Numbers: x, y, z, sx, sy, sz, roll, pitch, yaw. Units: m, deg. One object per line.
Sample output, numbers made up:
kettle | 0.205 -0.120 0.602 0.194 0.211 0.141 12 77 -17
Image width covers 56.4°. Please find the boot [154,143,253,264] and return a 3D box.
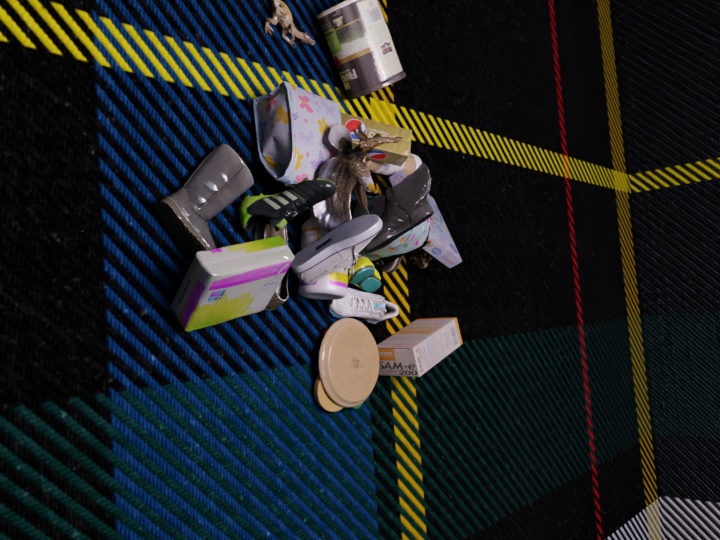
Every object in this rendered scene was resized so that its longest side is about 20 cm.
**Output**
boot | -0.268 -0.114 1.250 0.200 0.072 0.183 -53 125 -46

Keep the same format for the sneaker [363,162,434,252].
sneaker | 0.072 -0.127 1.384 0.105 0.199 0.060 60 7 9

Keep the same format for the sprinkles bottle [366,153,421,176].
sprinkles bottle | 0.068 -0.266 1.642 0.199 0.068 0.069 4 81 -48

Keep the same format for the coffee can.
coffee can | 0.003 -0.516 1.547 0.146 0.145 0.202 -39 113 -44

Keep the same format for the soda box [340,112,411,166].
soda box | 0.013 -0.297 1.516 0.198 0.064 0.068 11 73 -14

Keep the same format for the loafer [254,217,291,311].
loafer | -0.165 -0.021 1.341 0.075 0.069 0.202 5 81 -48

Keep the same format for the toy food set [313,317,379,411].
toy food set | -0.027 0.206 1.482 0.197 0.048 0.202 1 83 -49

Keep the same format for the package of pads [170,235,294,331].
package of pads | -0.228 0.024 1.205 0.199 0.155 0.068 -15 57 -48

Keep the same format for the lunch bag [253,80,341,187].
lunch bag | -0.125 -0.259 1.383 0.169 0.126 0.202 5 71 -50

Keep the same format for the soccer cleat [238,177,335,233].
soccer cleat | -0.140 -0.122 1.300 0.068 0.198 0.082 59 20 -61

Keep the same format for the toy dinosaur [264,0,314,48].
toy dinosaur | -0.172 -0.551 1.437 0.201 0.058 0.102 56 32 -37

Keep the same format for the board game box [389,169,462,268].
board game box | 0.161 -0.123 1.647 0.200 0.041 0.201 30 35 -55

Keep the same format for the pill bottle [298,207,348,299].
pill bottle | -0.075 -0.044 1.421 0.104 0.104 0.202 14 75 -47

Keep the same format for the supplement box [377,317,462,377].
supplement box | 0.140 0.182 1.617 0.199 0.125 0.074 -26 105 -47

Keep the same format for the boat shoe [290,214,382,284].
boat shoe | -0.035 -0.030 1.327 0.086 0.201 0.075 56 4 -33

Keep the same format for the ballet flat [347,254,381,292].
ballet flat | 0.000 0.000 1.488 0.067 0.066 0.200 60 4 16

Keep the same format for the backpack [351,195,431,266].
backpack | 0.060 -0.097 1.509 0.126 0.199 0.169 -1 86 -46

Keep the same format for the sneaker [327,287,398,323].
sneaker | 0.011 0.075 1.516 0.199 0.086 0.076 11 78 -46

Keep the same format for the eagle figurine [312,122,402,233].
eagle figurine | -0.013 -0.183 1.362 0.150 0.201 0.152 15 35 -13

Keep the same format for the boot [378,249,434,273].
boot | 0.120 -0.054 1.670 0.150 0.073 0.202 41 48 -37
